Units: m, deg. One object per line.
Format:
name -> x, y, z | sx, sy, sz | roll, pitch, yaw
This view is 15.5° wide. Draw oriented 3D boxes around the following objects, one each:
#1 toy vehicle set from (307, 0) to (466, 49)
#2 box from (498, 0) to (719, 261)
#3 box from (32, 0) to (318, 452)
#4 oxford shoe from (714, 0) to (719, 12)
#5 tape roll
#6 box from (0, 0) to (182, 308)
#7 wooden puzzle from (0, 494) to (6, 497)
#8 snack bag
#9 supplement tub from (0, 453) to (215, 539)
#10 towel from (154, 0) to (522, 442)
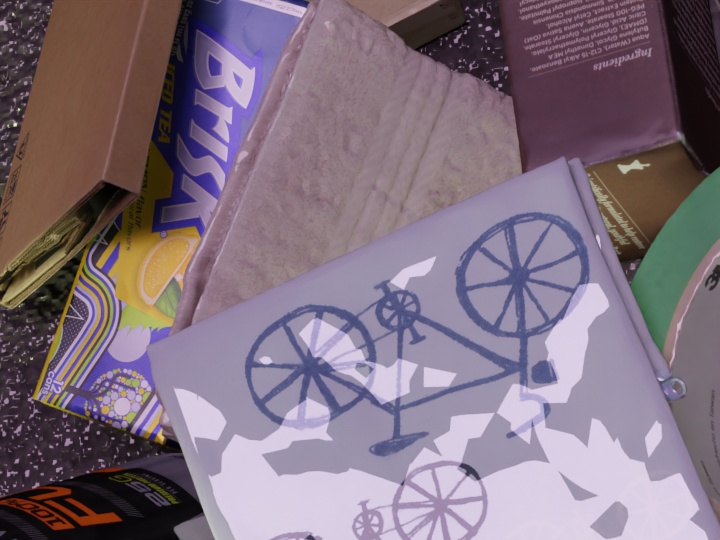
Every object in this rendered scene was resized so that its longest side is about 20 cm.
toy vehicle set -> -0.038, -0.173, 1.240 | 0.124, 0.027, 0.201 | -25, 62, 13
box -> 0.103, -0.115, 1.113 | 0.075, 0.100, 0.201 | -16, 63, 17
box -> -0.069, -0.024, 1.153 | 0.070, 0.064, 0.201 | 17, 85, 22
oxford shoe -> 0.188, -0.103, 1.096 | 0.075, 0.058, 0.201 | -24, 60, 15
tape roll -> 0.186, 0.040, 0.977 | 0.200, 0.048, 0.201 | -16, 62, 32
box -> -0.114, -0.098, 1.177 | 0.163, 0.021, 0.201 | -35, 39, 58
wooden puzzle -> -0.209, 0.189, 1.158 | 0.185, 0.046, 0.201 | -1, 69, 24
snack bag -> 0.033, 0.074, 0.996 | 0.188, 0.021, 0.201 | -24, 64, 5
supplement tub -> -0.125, 0.147, 1.035 | 0.122, 0.200, 0.123 | 7, 102, 37
towel -> 0.000, 0.000, 1.104 | 0.034, 0.132, 0.201 | -13, 52, 65
